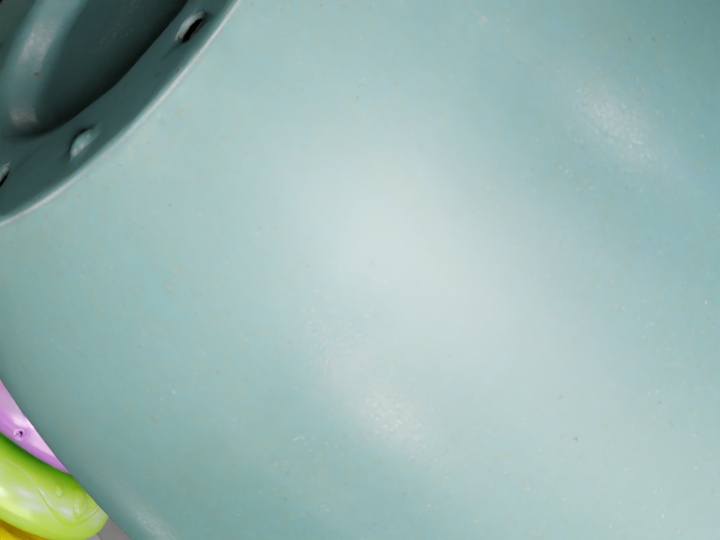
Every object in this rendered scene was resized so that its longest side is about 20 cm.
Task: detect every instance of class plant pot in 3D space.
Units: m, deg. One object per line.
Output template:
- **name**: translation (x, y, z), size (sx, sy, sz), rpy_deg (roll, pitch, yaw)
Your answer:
- **plant pot**: translation (0.005, -0.015, 0.559), size (0.200, 0.201, 0.161), rpy_deg (-40, 119, 21)

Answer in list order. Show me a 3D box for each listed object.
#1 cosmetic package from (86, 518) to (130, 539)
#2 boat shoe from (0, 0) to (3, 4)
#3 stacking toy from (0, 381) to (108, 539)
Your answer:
- **cosmetic package**: translation (-0.008, 0.120, 0.860), size (0.199, 0.051, 0.083), rpy_deg (0, 113, -33)
- **boat shoe**: translation (-0.067, -0.088, 0.631), size (0.199, 0.076, 0.072), rpy_deg (9, 131, -40)
- **stacking toy**: translation (-0.103, 0.048, 0.715), size (0.116, 0.110, 0.200), rpy_deg (31, 105, -36)
